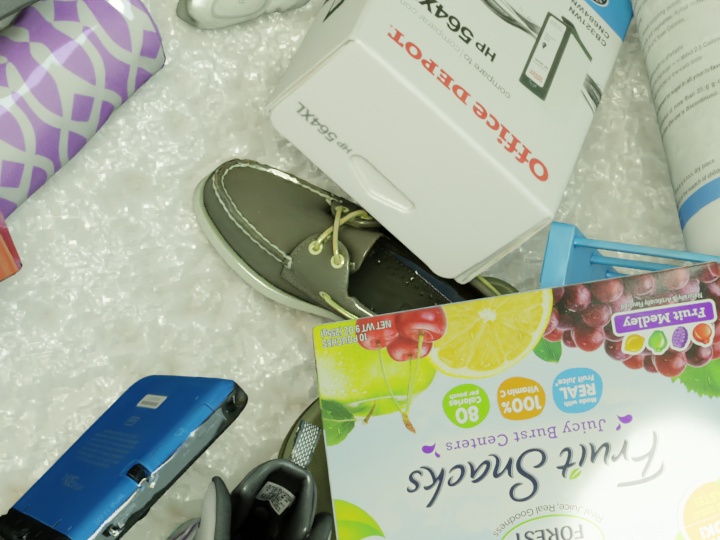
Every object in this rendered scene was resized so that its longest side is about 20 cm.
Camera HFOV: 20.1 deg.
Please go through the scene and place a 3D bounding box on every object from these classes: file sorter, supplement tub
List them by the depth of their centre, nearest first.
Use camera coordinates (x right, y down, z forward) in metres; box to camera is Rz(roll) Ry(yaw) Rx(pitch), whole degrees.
[{"bbox_3d":[0.166,0.069,1.088,0.122,0.200,0.140,8,82,19],"label":"file sorter"},{"bbox_3d":[0.220,-0.105,1.088,0.131,0.132,0.201,-3,71,-22],"label":"supplement tub"}]

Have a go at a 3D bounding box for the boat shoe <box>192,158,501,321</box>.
[{"bbox_3d":[0.001,-0.002,1.093,0.201,0.060,0.072,35,58,1],"label":"boat shoe"}]

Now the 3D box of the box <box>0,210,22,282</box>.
[{"bbox_3d":[-0.273,-0.003,0.935,0.199,0.103,0.095,-19,95,19],"label":"box"}]

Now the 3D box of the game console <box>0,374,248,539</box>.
[{"bbox_3d":[-0.106,0.150,0.988,0.171,0.200,0.118,-45,102,-14],"label":"game console"}]

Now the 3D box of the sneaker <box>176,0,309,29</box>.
[{"bbox_3d":[-0.094,-0.226,1.091,0.081,0.075,0.201,-24,95,-12],"label":"sneaker"}]

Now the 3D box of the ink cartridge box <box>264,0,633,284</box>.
[{"bbox_3d":[0.055,-0.116,1.090,0.146,0.084,0.201,40,45,-16],"label":"ink cartridge box"}]

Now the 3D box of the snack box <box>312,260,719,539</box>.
[{"bbox_3d":[0.085,0.083,0.974,0.199,0.053,0.143,-10,79,9],"label":"snack box"}]

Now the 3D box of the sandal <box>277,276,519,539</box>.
[{"bbox_3d":[0.026,0.078,1.124,0.080,0.057,0.201,45,73,-13],"label":"sandal"}]

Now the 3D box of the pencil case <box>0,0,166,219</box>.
[{"bbox_3d":[-0.189,-0.080,1.038,0.085,0.084,0.200,36,69,21],"label":"pencil case"}]

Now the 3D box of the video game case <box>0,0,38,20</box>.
[{"bbox_3d":[-0.244,-0.101,0.961,0.199,0.180,0.026,-31,105,-20],"label":"video game case"}]

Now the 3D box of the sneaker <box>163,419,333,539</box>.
[{"bbox_3d":[-0.052,0.132,1.000,0.077,0.200,0.141,17,105,-15],"label":"sneaker"}]
